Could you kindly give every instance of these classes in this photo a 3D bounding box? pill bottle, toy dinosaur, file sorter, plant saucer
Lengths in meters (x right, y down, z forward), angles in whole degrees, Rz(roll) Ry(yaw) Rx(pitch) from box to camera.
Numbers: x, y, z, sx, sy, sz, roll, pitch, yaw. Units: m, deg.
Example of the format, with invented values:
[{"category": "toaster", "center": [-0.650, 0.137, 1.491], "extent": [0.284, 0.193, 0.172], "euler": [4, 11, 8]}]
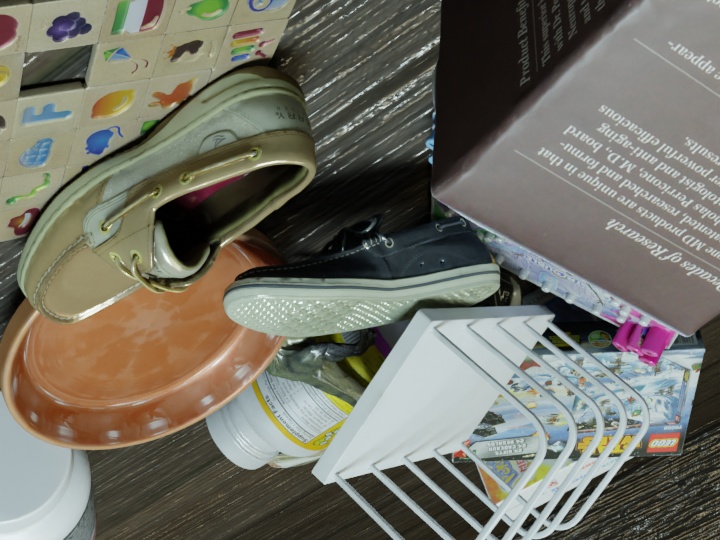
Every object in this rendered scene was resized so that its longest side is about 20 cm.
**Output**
[{"category": "pill bottle", "center": [-0.029, 0.081, 0.986], "extent": [0.200, 0.104, 0.104], "euler": [-35, 158, 24]}, {"category": "toy dinosaur", "center": [-0.038, 0.053, 0.895], "extent": [0.088, 0.200, 0.047], "euler": [-54, -168, 21]}, {"category": "pill bottle", "center": [-0.256, 0.167, 0.911], "extent": [0.116, 0.116, 0.200], "euler": [-19, 158, -19]}, {"category": "file sorter", "center": [0.095, 0.116, 0.861], "extent": [0.200, 0.125, 0.139], "euler": [1, 125, -58]}, {"category": "plant saucer", "center": [-0.137, 0.040, 0.802], "extent": [0.200, 0.032, 0.200], "euler": [-22, 144, -17]}]

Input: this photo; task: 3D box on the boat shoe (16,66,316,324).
[{"category": "boat shoe", "center": [-0.106, -0.025, 0.654], "extent": [0.200, 0.066, 0.074], "euler": [-38, 145, 23]}]

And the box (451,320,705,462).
[{"category": "box", "center": [0.175, 0.101, 1.027], "extent": [0.200, 0.040, 0.137], "euler": [-2, 133, 1]}]

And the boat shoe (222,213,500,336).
[{"category": "boat shoe", "center": [0.000, 0.000, 0.794], "extent": [0.200, 0.062, 0.075], "euler": [-8, 161, -31]}]

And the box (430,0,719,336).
[{"category": "box", "center": [0.156, -0.110, 0.569], "extent": [0.164, 0.166, 0.200], "euler": [26, 135, -21]}]

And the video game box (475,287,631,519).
[{"category": "video game box", "center": [0.179, 0.112, 1.179], "extent": [0.182, 0.200, 0.047], "euler": [-32, 137, 13]}]

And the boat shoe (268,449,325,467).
[{"category": "boat shoe", "center": [-0.020, 0.139, 1.181], "extent": [0.200, 0.075, 0.068], "euler": [-35, 164, 25]}]

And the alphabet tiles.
[{"category": "alphabet tiles", "center": [-0.129, -0.076, 0.623], "extent": [0.167, 0.008, 0.200], "euler": [-15, 157, -29]}]

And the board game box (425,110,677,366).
[{"category": "board game box", "center": [0.132, -0.015, 0.836], "extent": [0.026, 0.200, 0.200], "euler": [-59, 167, -17]}]

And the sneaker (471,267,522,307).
[{"category": "sneaker", "center": [0.062, 0.043, 1.041], "extent": [0.086, 0.080, 0.200], "euler": [-12, 155, -29]}]
